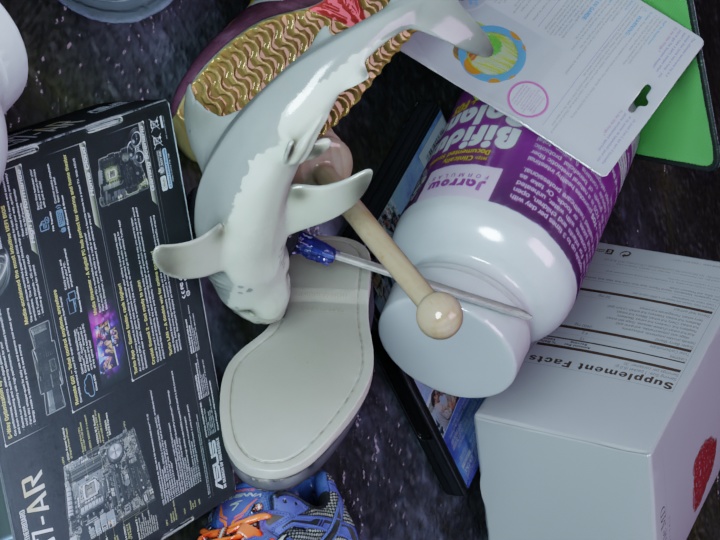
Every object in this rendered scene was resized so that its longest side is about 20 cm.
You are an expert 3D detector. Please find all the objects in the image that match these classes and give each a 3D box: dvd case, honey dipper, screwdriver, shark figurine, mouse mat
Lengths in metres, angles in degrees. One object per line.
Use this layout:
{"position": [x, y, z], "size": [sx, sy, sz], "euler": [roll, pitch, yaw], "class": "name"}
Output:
{"position": [0.049, 0.019, 1.211], "size": [0.143, 0.017, 0.201], "euler": [-60, 137, -38], "class": "dvd case"}
{"position": [0.002, -0.026, 0.995], "size": [0.038, 0.200, 0.038], "euler": [-13, 124, -20], "class": "honey dipper"}
{"position": [0.000, 0.000, 1.029], "size": [0.199, 0.028, 0.029], "euler": [23, 73, -16], "class": "screwdriver"}
{"position": [-0.042, -0.072, 0.925], "size": [0.128, 0.090, 0.215], "euler": [4, 127, -48], "class": "shark figurine"}
{"position": [0.136, -0.145, 1.198], "size": [0.007, 0.199, 0.162], "euler": [-25, 114, -27], "class": "mouse mat"}

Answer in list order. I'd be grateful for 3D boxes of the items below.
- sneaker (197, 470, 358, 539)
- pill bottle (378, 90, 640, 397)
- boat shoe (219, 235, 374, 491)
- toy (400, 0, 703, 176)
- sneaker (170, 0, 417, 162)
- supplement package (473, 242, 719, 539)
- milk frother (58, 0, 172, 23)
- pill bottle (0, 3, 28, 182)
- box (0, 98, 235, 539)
{"position": [-0.063, 0.148, 0.999], "size": [0.200, 0.075, 0.079], "euler": [-7, 87, -65], "class": "sneaker"}
{"position": [0.083, -0.029, 1.143], "size": [0.113, 0.112, 0.201], "euler": [60, 42, -37], "class": "pill bottle"}
{"position": [-0.027, 0.057, 1.013], "size": [0.200, 0.072, 0.063], "euler": [-76, 169, -57], "class": "boat shoe"}
{"position": [0.079, -0.135, 1.122], "size": [0.115, 0.199, 0.047], "euler": [-51, 170, -26], "class": "toy"}
{"position": [-0.030, -0.126, 1.046], "size": [0.200, 0.090, 0.075], "euler": [-41, 114, -18], "class": "sneaker"}
{"position": [0.169, 0.092, 1.284], "size": [0.200, 0.119, 0.122], "euler": [-52, 143, -44], "class": "supplement package"}
{"position": [-0.083, -0.247, 0.926], "size": [0.200, 0.181, 0.188], "euler": [45, 37, 8], "class": "milk frother"}
{"position": [-0.204, -0.033, 0.731], "size": [0.200, 0.110, 0.111], "euler": [-56, 133, -42], "class": "pill bottle"}
{"position": [-0.132, 0.036, 0.903], "size": [0.160, 0.043, 0.202], "euler": [-28, 113, -54], "class": "box"}
